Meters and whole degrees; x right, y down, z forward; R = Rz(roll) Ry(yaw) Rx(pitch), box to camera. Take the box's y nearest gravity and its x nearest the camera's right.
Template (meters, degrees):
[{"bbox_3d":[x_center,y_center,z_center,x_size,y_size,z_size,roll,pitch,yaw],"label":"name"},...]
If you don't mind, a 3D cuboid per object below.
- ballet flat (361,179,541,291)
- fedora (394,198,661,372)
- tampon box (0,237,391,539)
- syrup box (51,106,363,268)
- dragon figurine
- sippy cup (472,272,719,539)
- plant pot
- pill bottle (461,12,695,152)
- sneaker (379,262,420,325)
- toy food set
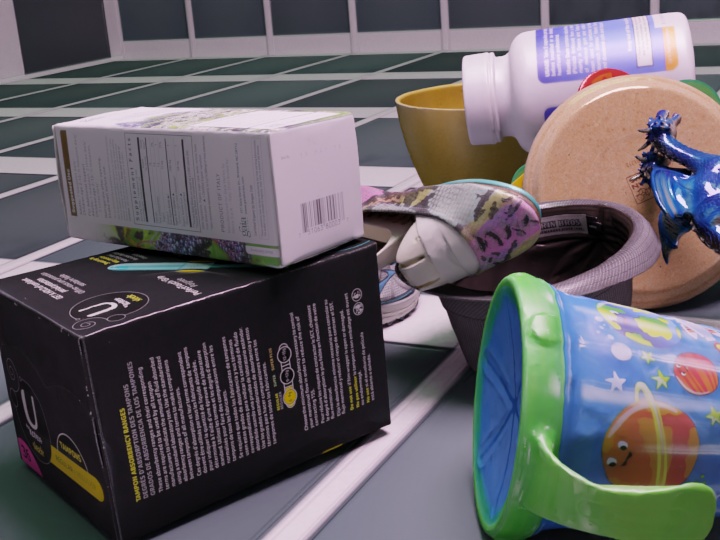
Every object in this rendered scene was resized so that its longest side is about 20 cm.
[{"bbox_3d":[0.034,-0.022,0.729,0.199,0.069,0.071,8,46,49],"label":"ballet flat"},{"bbox_3d":[0.128,0.019,0.778,0.176,0.091,0.200,11,30,45],"label":"fedora"},{"bbox_3d":[-0.104,0.055,0.666,0.199,0.127,0.150,-18,21,-34],"label":"tampon box"},{"bbox_3d":[-0.101,-0.058,0.675,0.199,0.082,0.079,7,18,38],"label":"syrup box"},{"bbox_3d":[0.243,-0.044,0.769,0.099,0.059,0.201,-1,44,18],"label":"dragon figurine"},{"bbox_3d":[0.134,0.075,0.556,0.129,0.140,0.179,5,56,-4],"label":"sippy cup"},{"bbox_3d":[0.141,-0.120,1.138,0.199,0.143,0.200,-4,18,1],"label":"plant pot"},{"bbox_3d":[0.195,-0.165,0.960,0.199,0.113,0.112,-4,17,12],"label":"pill bottle"},{"bbox_3d":[0.000,0.000,0.862,0.077,0.087,0.200,22,30,20],"label":"sneaker"},{"bbox_3d":[0.231,-0.069,0.877,0.200,0.198,0.049,-39,-5,1],"label":"toy food set"}]
